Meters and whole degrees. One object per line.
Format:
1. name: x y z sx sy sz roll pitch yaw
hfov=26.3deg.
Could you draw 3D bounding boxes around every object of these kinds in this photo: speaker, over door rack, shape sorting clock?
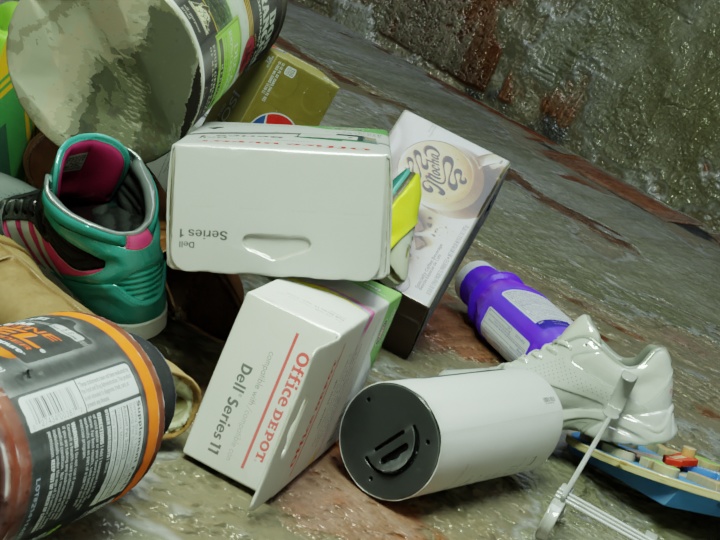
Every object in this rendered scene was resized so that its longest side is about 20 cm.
1. speaker: 0.069 0.113 1.095 0.081 0.082 0.200 32 16 28
2. over door rack: 0.220 0.174 1.121 0.147 0.067 0.200 28 35 12
3. shape sorting clock: 0.267 0.165 1.279 0.199 0.039 0.200 19 5 -2

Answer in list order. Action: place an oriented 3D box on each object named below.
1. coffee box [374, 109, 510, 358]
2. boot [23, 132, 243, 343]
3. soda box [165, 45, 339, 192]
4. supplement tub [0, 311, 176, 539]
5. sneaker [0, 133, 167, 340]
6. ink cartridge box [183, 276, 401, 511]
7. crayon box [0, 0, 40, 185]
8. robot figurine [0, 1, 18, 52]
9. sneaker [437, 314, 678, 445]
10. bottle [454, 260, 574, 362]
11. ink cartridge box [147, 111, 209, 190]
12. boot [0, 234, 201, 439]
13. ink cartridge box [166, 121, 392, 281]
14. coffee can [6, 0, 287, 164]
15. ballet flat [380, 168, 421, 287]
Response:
1. coffee box: 0.040 -0.035 1.379 0.113 0.080 0.200 27 51 6
2. boot: -0.161 -0.027 1.145 0.200 0.074 0.155 37 4 -19
3. soda box: -0.102 -0.087 1.277 0.068 0.201 0.064 24 12 -33
4. supplement tub: -0.167 0.078 0.771 0.107 0.107 0.200 28 14 14
5. sneaker: -0.207 -0.047 1.063 0.199 0.121 0.083 32 41 26
6. ink cartridge box: -0.046 0.067 0.986 0.067 0.118 0.200 25 13 10
7. crayon box: -0.249 -0.146 1.243 0.051 0.201 0.127 25 14 10
8. robot figurine: -0.297 -0.186 1.483 0.199 0.116 0.175 15 18 -35
9. sneaker: 0.159 0.083 1.251 0.199 0.100 0.078 4 6 4
10. bottle: 0.155 0.051 1.495 0.083 0.066 0.200 17 16 -32
11. ink cartridge box: -0.146 -0.116 1.546 0.144 0.084 0.200 18 15 -35
12. boot: -0.215 0.028 0.941 0.200 0.066 0.175 34 16 37
13. ink cartridge box: -0.050 -0.052 1.061 0.145 0.085 0.200 2 9 -1
14. coffee can: -0.152 -0.180 1.136 0.146 0.147 0.200 25 30 3
15. ballet flat: 0.000 0.000 1.259 0.067 0.067 0.200 46 58 -5
